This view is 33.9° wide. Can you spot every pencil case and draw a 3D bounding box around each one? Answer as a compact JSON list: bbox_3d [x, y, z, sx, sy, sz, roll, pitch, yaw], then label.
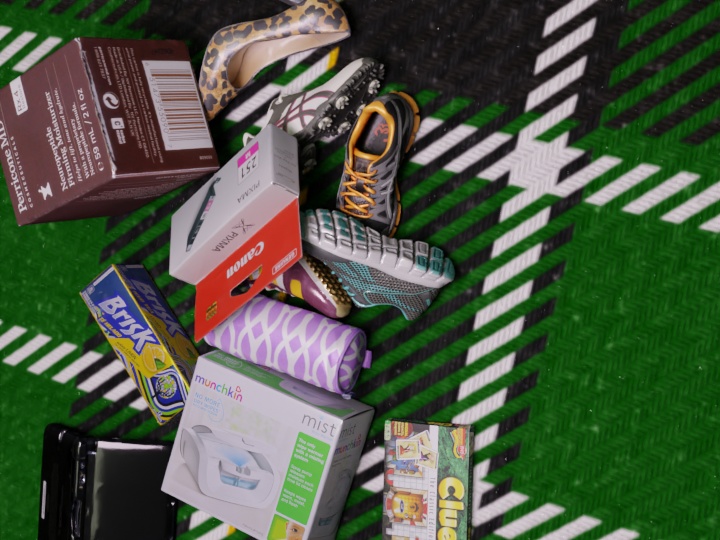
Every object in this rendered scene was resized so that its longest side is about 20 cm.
[{"bbox_3d":[-0.085,0.078,1.377,0.200,0.085,0.084,19,106,20],"label":"pencil case"}]

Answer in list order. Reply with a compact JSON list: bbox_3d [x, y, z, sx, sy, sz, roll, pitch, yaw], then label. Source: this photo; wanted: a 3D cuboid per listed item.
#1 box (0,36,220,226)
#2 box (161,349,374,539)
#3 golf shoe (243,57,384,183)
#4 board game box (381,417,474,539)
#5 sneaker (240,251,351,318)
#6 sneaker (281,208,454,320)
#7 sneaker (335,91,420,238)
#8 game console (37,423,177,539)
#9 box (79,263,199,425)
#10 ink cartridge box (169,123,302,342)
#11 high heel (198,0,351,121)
[{"bbox_3d":[-0.304,-0.162,1.393,0.200,0.164,0.166,-20,85,40],"label":"box"},{"bbox_3d":[-0.108,0.209,1.386,0.200,0.097,0.177,22,102,22],"label":"box"},{"bbox_3d":[-0.060,-0.184,1.367,0.200,0.077,0.088,-44,68,17],"label":"golf shoe"},{"bbox_3d":[0.076,0.273,1.349,0.105,0.023,0.200,2,92,21],"label":"board game box"},{"bbox_3d":[-0.093,0.001,1.388,0.200,0.075,0.090,47,107,24],"label":"sneaker"},{"bbox_3d":[0.000,0.000,1.313,0.200,0.078,0.091,21,119,-8],"label":"sneaker"},{"bbox_3d":[0.007,-0.107,1.338,0.078,0.077,0.200,15,99,20],"label":"sneaker"},{"bbox_3d":[-0.329,0.306,1.523,0.176,0.116,0.200,8,95,53],"label":"game console"},{"bbox_3d":[-0.259,0.088,1.459,0.064,0.070,0.200,-39,77,18],"label":"box"},{"bbox_3d":[-0.144,-0.040,1.323,0.200,0.044,0.174,-38,40,34],"label":"ink cartridge box"},{"bbox_3d":[-0.105,-0.242,1.383,0.143,0.071,0.200,31,96,22],"label":"high heel"}]
